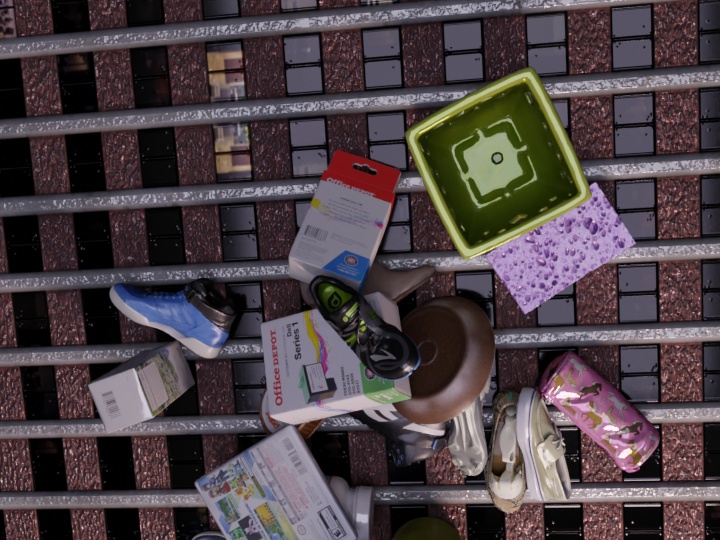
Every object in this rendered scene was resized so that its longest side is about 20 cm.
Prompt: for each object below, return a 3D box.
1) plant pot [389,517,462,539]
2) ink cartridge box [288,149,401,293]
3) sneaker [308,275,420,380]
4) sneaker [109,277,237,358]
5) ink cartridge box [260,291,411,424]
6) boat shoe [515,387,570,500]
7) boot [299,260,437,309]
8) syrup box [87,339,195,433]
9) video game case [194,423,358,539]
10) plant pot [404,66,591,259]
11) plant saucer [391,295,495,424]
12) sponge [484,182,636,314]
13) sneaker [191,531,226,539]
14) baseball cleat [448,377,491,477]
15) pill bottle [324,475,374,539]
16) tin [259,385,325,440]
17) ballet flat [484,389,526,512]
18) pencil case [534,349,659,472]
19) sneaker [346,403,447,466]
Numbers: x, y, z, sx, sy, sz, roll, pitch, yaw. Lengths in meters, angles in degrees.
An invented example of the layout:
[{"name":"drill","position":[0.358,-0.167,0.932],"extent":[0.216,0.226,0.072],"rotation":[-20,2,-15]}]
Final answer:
[{"name":"plant pot","position":[0.097,0.477,1.337],"extent":[0.198,0.193,0.203],"rotation":[1,98,7]},{"name":"ink cartridge box","position":[-0.021,-0.071,1.313],"extent":[0.115,0.067,0.202],"rotation":[19,64,6]},{"name":"sneaker","position":[-0.002,0.077,1.186],"extent":[0.199,0.083,0.071],"rotation":[42,91,26]},{"name":"sneaker","position":[-0.291,0.045,1.386],"extent":[0.199,0.077,0.112],"rotation":[30,106,-2]},{"name":"ink cartridge box","position":[-0.038,0.131,1.279],"extent":[0.198,0.084,0.147],"rotation":[-15,69,19]},{"name":"boat shoe","position":[0.281,0.265,1.329],"extent":[0.061,0.072,0.202],"rotation":[0,120,29]},{"name":"boot","position":[0.000,0.000,1.352],"extent":[0.199,0.070,0.147],"rotation":[-33,84,3]},{"name":"syrup box","position":[-0.332,0.174,1.348],"extent":[0.081,0.200,0.080],"rotation":[-20,95,8]},{"name":"video game case","position":[-0.129,0.362,1.330],"extent":[0.181,0.022,0.201],"rotation":[-31,88,7]},{"name":"plant pot","position":[0.193,-0.152,1.245],"extent":[0.198,0.181,0.201],"rotation":[-25,93,10]},{"name":"plant saucer","position":[0.106,0.126,1.302],"extent":[0.199,0.037,0.203],"rotation":[-20,56,32]},{"name":"sponge","position":[0.300,-0.033,1.324],"extent":[0.199,0.030,0.112],"rotation":[-34,92,10]},{"name":"sneaker","position":[-0.200,0.505,1.435],"extent":[0.199,0.085,0.076],"rotation":[30,101,3]},{"name":"baseball cleat","position":[0.177,0.224,1.356],"extent":[0.069,0.106,0.202],"rotation":[14,131,32]},{"name":"pill bottle","position":[-0.080,0.380,1.390],"extent":[0.197,0.109,0.110],"rotation":[2,98,7]},{"name":"tin","position":[-0.083,0.182,1.370],"extent":[0.200,0.042,0.112],"rotation":[-50,46,10]},{"name":"ballet flat","position":[0.226,0.289,1.355],"extent":[0.067,0.075,0.203],"rotation":[2,98,9]},{"name":"pencil case","position":[0.360,0.214,1.324],"extent":[0.200,0.083,0.087],"rotation":[41,108,0]},{"name":"sneaker","position":[0.038,0.251,1.375],"extent":[0.197,0.073,0.113],"rotation":[5,98,6]}]
